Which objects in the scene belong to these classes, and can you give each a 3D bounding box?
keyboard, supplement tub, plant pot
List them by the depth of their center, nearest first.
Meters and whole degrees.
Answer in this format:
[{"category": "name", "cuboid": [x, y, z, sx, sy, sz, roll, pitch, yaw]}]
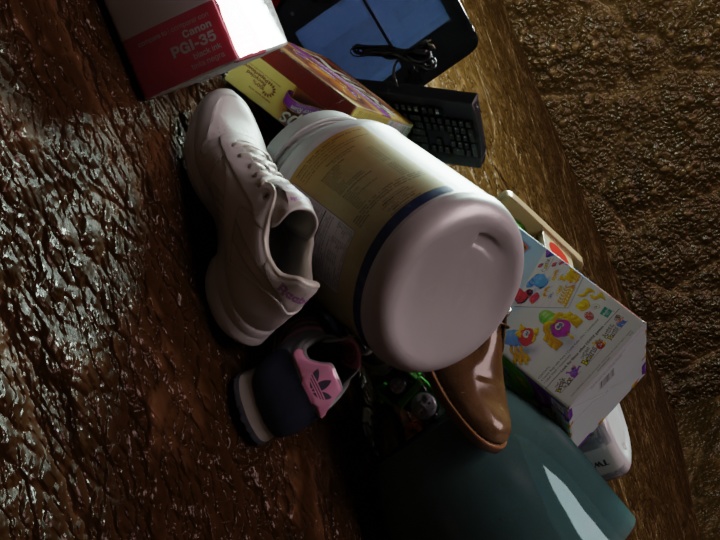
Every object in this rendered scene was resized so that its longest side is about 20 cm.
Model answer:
[{"category": "supplement tub", "cuboid": [0.015, -0.029, 1.021, 0.200, 0.144, 0.145, 40, -10, 44]}, {"category": "plant pot", "cuboid": [0.105, 0.196, 1.120, 0.162, 0.200, 0.200, 56, 15, 6]}, {"category": "supplement tub", "cuboid": [0.150, 0.163, 1.270, 0.123, 0.198, 0.123, 57, 21, -36]}, {"category": "keyboard", "cuboid": [0.034, -0.166, 1.294, 0.021, 0.198, 0.129, -38, 127, -39]}]

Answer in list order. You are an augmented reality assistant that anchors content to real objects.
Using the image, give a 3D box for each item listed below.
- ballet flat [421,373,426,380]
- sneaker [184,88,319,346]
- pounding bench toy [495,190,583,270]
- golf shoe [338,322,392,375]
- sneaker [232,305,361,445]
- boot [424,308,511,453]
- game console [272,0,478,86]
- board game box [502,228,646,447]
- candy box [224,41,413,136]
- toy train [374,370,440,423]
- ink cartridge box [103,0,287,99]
[{"category": "ballet flat", "cuboid": [0.024, 0.021, 1.301, 0.067, 0.046, 0.203, -118, -171, -84]}, {"category": "sneaker", "cuboid": [-0.070, -0.051, 0.964, 0.074, 0.099, 0.203, 13, 55, -45]}, {"category": "pounding bench toy", "cuboid": [0.129, -0.002, 1.381, 0.199, 0.124, 0.157, 40, 27, -22]}, {"category": "golf shoe", "cuboid": [0.000, 0.000, 1.229, 0.088, 0.076, 0.203, 77, 7, -61]}, {"category": "sneaker", "cuboid": [-0.029, 0.070, 1.000, 0.071, 0.081, 0.200, 64, 17, -12]}, {"category": "boot", "cuboid": [0.090, 0.045, 1.057, 0.073, 0.075, 0.202, 21, 45, -44]}, {"category": "game console", "cuboid": [0.015, -0.249, 1.351, 0.200, 0.175, 0.031, 52, 10, -48]}, {"category": "board game box", "cuboid": [0.145, 0.047, 1.182, 0.199, 0.105, 0.103, 40, -15, 27]}, {"category": "candy box", "cuboid": [-0.032, -0.153, 1.205, 0.116, 0.057, 0.200, 38, 10, 11]}, {"category": "toy train", "cuboid": [0.047, 0.110, 1.187, 0.056, 0.042, 0.200, 41, 0, 5]}, {"category": "ink cartridge box", "cuboid": [-0.142, -0.242, 0.985, 0.147, 0.082, 0.203, -49, 119, -71]}]
